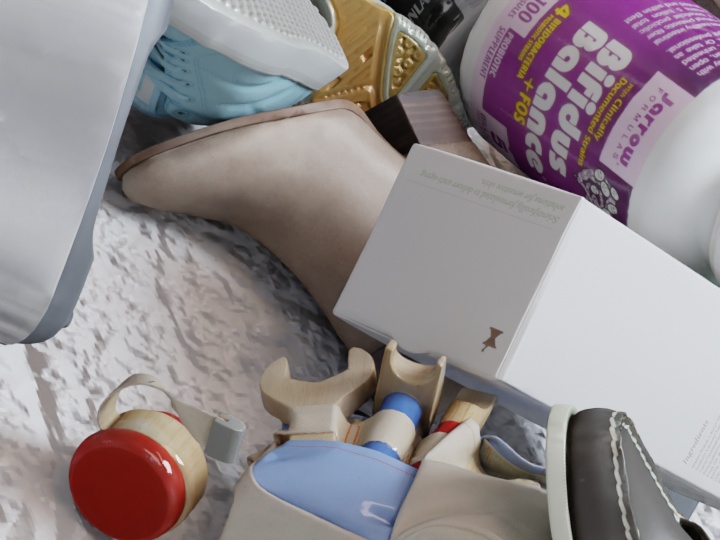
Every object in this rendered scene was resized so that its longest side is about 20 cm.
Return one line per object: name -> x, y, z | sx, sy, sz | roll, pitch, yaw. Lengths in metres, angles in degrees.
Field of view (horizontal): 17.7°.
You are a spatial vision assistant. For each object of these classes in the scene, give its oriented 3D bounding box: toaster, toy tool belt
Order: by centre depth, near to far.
toaster -> -0.151, -0.077, 0.823 | 0.129, 0.200, 0.114 | 17, 3, -33
toy tool belt -> 0.001, 0.089, 0.888 | 0.200, 0.125, 0.123 | 23, 30, 10

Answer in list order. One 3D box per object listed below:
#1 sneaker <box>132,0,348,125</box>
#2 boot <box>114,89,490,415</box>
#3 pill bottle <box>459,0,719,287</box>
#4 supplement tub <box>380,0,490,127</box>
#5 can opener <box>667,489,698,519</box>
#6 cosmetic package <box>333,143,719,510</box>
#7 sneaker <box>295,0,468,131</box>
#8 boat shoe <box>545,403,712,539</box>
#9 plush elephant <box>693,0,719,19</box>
sneaker -> -0.070, -0.093, 0.973 | 0.074, 0.082, 0.200 | 56, 12, 19
boot -> 0.000, 0.000, 1.029 | 0.200, 0.070, 0.146 | -14, 82, -32
pill bottle -> 0.144, -0.061, 1.059 | 0.112, 0.112, 0.200 | 11, 22, -44
supplement tub -> 0.034, -0.180, 1.192 | 0.122, 0.123, 0.200 | 5, 43, -48
can opener -> 0.166, 0.094, 1.139 | 0.067, 0.053, 0.200 | 51, 32, 2
cosmetic package -> 0.099, 0.031, 0.984 | 0.108, 0.085, 0.200 | 22, -6, 46
sneaker -> -0.015, -0.110, 1.117 | 0.200, 0.076, 0.088 | 60, -9, -15
boat shoe -> 0.117, 0.131, 0.835 | 0.072, 0.060, 0.201 | -64, 139, -55
plush elephant -> 0.173, -0.185, 1.360 | 0.155, 0.200, 0.165 | 61, 21, -16
